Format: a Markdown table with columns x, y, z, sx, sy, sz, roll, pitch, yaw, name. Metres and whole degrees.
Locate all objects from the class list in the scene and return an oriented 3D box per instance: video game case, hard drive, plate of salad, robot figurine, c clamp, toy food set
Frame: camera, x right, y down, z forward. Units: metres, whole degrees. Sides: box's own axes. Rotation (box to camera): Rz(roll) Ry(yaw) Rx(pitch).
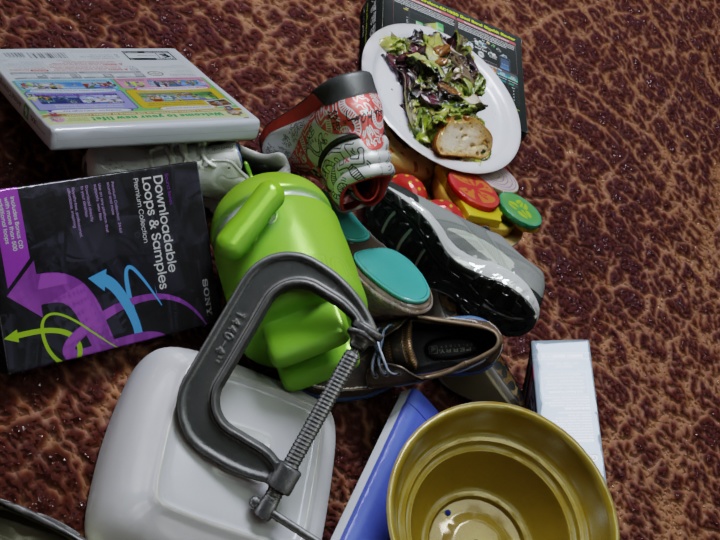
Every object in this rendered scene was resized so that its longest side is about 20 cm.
| x | y | z | sx | sy | sz | roll | pitch | yaw | name |
| --- | --- | --- | --- | --- | --- | --- | --- | --- | --- |
| -0.219 | -0.160 | 1.017 | 0.198 | 0.022 | 0.182 | -8 | 34 | -36 | video game case |
| 0.046 | 0.221 | 0.973 | 0.132 | 0.025 | 0.201 | 49 | 45 | -20 | hard drive |
| 0.092 | -0.191 | 1.184 | 0.198 | 0.048 | 0.202 | 17 | 51 | -21 | plate of salad |
| -0.063 | 0.001 | 0.962 | 0.114 | 0.176 | 0.202 | -21 | 56 | 1 | robot figurine |
| -0.049 | 0.095 | 0.866 | 0.169 | 0.027 | 0.202 | 24 | 84 | 5 | c clamp |
| 0.093 | -0.094 | 1.178 | 0.196 | 0.049 | 0.201 | 7 | 38 | -35 | toy food set |

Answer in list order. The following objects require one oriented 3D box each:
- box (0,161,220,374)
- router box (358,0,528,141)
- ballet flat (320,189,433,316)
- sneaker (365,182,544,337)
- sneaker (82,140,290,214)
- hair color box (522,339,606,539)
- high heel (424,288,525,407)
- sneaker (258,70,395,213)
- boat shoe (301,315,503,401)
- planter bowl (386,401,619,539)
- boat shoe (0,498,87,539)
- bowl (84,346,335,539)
| x | y | z | sx | sy | sz | roll | pitch | yaw | name |
| --- | --- | --- | --- | --- | --- | --- | --- | --- | --- |
| -0.215 | -0.007 | 0.928 | 0.198 | 0.036 | 0.145 | -14 | 99 | -38 | box |
| 0.094 | -0.230 | 1.290 | 0.198 | 0.062 | 0.152 | 18 | 54 | -22 | router box |
| 0.000 | 0.000 | 1.043 | 0.067 | 0.068 | 0.200 | -5 | 37 | -32 | ballet flat |
| 0.090 | -0.018 | 1.071 | 0.199 | 0.074 | 0.080 | 36 | 43 | 1 | sneaker |
| -0.156 | -0.097 | 1.031 | 0.197 | 0.087 | 0.075 | 3 | 60 | -29 | sneaker |
| 0.192 | 0.178 | 1.057 | 0.060 | 0.100 | 0.202 | -2 | 57 | 2 | hair color box |
| 0.108 | 0.041 | 1.123 | 0.200 | 0.071 | 0.143 | 41 | 45 | -1 | high heel |
| -0.035 | -0.101 | 1.053 | 0.066 | 0.201 | 0.109 | -12 | 83 | -29 | sneaker |
| 0.032 | 0.070 | 1.009 | 0.197 | 0.072 | 0.073 | -11 | 79 | -7 | boat shoe |
| 0.107 | 0.219 | 0.932 | 0.197 | 0.084 | 0.203 | 7 | 58 | -11 | planter bowl |
| -0.272 | 0.187 | 0.789 | 0.198 | 0.065 | 0.074 | 17 | 55 | -21 | boat shoe |
| -0.108 | 0.162 | 0.906 | 0.198 | 0.075 | 0.202 | 23 | 53 | -17 | bowl |
